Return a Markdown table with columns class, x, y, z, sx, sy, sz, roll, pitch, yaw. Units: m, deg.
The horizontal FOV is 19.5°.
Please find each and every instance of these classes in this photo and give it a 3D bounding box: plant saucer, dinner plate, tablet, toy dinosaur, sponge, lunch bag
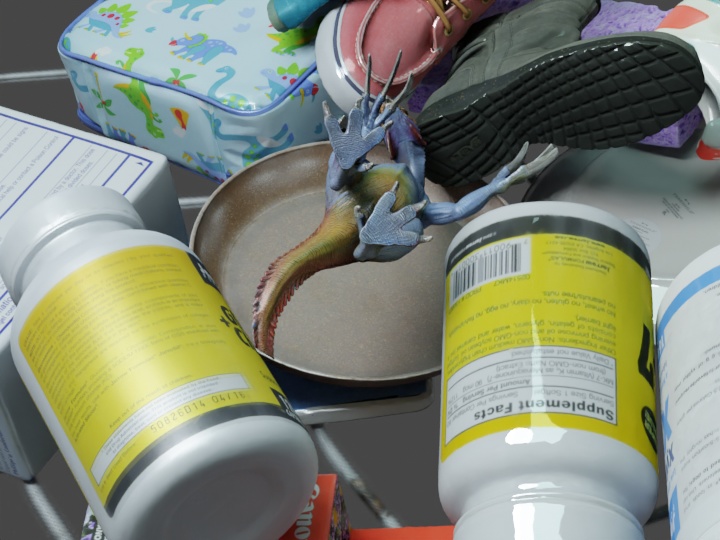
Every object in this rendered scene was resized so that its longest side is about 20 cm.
| class | x | y | z | sx | sy | sz | roll | pitch | yaw |
| --- | --- | --- | --- | --- | --- | --- | --- | --- | --- |
| plant saucer | 0.000 | 0.000 | 1.214 | 0.198 | 0.032 | 0.201 | 2 | 43 | -2 |
| dinner plate | 0.189 | -0.033 | 1.244 | 0.198 | 0.024 | 0.201 | -7 | 44 | 7 |
| tablet | -0.022 | 0.014 | 1.247 | 0.129 | 0.014 | 0.201 | -6 | 43 | 6 |
| toy dinosaur | 0.001 | -0.047 | 1.135 | 0.199 | 0.182 | 0.105 | -37 | 87 | -4 |
| sponge | 0.135 | -0.132 | 1.335 | 0.199 | 0.030 | 0.112 | 11 | 46 | 32 |
| lunch bag | -0.081 | -0.137 | 1.358 | 0.199 | 0.083 | 0.161 | 20 | 50 | 35 |

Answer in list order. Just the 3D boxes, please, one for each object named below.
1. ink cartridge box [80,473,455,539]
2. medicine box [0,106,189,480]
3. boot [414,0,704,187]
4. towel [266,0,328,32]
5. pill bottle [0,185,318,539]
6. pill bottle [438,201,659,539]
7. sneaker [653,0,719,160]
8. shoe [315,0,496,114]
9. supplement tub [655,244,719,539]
| class | x | y | z | sx | sy | sz | roll | pitch | yaw |
| --- | --- | --- | --- | --- | --- | --- | --- | --- | --- |
| ink cartridge box | -0.047 | 0.160 | 1.073 | 0.198 | 0.051 | 0.109 | -3 | 44 | 11 |
| medicine box | -0.231 | 0.002 | 1.239 | 0.199 | 0.103 | 0.182 | 17 | 50 | 27 |
| boot | 0.119 | -0.129 | 1.231 | 0.199 | 0.068 | 0.131 | -14 | 35 | 36 |
| towel | 0.035 | -0.222 | 1.288 | 0.199 | 0.022 | 0.147 | -27 | 23 | 19 |
| pill bottle | -0.111 | 0.051 | 1.064 | 0.111 | 0.112 | 0.200 | -25 | 54 | -14 |
| pill bottle | 0.096 | 0.075 | 1.072 | 0.113 | 0.115 | 0.201 | -3 | 56 | 9 |
| sneaker | 0.246 | -0.082 | 1.225 | 0.200 | 0.070 | 0.093 | 43 | 77 | 10 |
| shoe | 0.045 | -0.171 | 1.274 | 0.091 | 0.072 | 0.200 | -36 | 12 | 39 |
| supplement tub | 0.215 | 0.090 | 1.031 | 0.131 | 0.133 | 0.201 | -4 | 43 | 8 |
